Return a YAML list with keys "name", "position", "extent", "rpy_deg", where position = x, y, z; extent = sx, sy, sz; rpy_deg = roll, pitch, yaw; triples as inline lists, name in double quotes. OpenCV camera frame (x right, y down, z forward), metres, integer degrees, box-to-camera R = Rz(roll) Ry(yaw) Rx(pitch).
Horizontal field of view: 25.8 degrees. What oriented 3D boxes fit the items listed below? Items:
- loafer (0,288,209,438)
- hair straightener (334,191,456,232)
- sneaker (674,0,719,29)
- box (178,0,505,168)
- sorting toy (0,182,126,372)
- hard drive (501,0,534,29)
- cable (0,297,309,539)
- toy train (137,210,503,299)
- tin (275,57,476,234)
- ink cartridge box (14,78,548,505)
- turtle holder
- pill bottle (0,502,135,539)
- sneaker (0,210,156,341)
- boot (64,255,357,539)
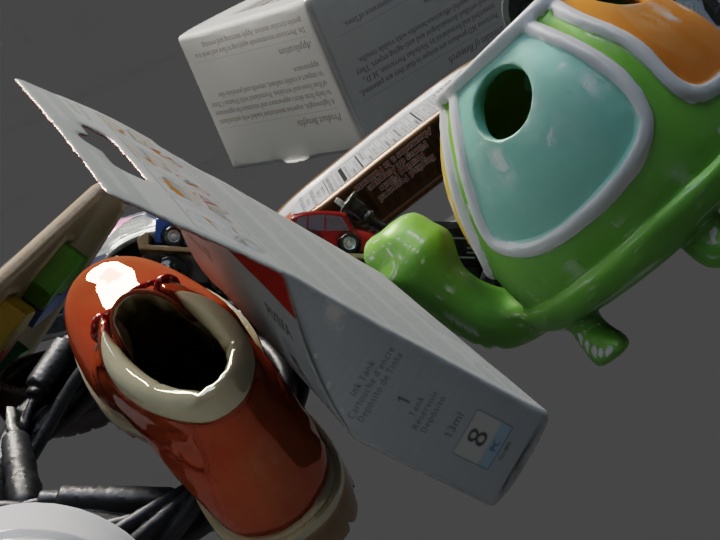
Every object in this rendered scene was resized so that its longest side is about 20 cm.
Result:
- name: "loafer"
  position: [-0.127, 0.037, 0.883]
  extent: [0.198, 0.072, 0.073]
  rpy_deg: [-17, 17, 24]
- name: "hair straightener"
  position: [0.000, 0.000, 0.815]
  extent: [0.198, 0.078, 0.041]
  rpy_deg: [-27, -1, 0]
- name: "sneaker"
  position: [0.161, -0.133, 0.892]
  extent: [0.198, 0.076, 0.114]
  rpy_deg: [16, -23, -37]
- name: "box"
  position: [-0.010, -0.191, 1.335]
  extent: [0.199, 0.132, 0.198]
  rpy_deg: [-34, 19, -34]
- name: "sorting toy"
  position: [-0.221, 0.050, 0.927]
  extent: [0.186, 0.036, 0.200]
  rpy_deg: [-52, -2, 30]
- name: "hard drive"
  position: [0.109, -0.104, 0.865]
  extent: [0.032, 0.141, 0.200]
  rpy_deg: [-13, 17, 10]
- name: "cable"
  position: [-0.110, 0.077, 0.730]
  extent: [0.198, 0.051, 0.163]
  rpy_deg: [5, 40, 44]
- name: "toy train"
  position: [-0.018, -0.008, 0.775]
  extent: [0.197, 0.046, 0.034]
  rpy_deg: [2, -8, -4]
- name: "tin"
  position: [0.021, -0.067, 0.985]
  extent: [0.199, 0.042, 0.112]
  rpy_deg: [-38, 8, 2]
- name: "ink cartridge box"
  position: [-0.042, 0.006, 0.608]
  extent: [0.048, 0.199, 0.160]
  rpy_deg: [-59, 30, 6]
- name: "turtle holder"
  position: [0.095, -0.047, 0.701]
  extent: [0.141, 0.132, 0.185]
  rpy_deg: [-46, 4, -33]
- name: "pill bottle"
  position: [-0.090, 0.143, 0.412]
  extent: [0.113, 0.115, 0.200]
  rpy_deg: [-24, 16, -2]
- name: "sneaker"
  position: [-0.181, 0.006, 1.063]
  extent: [0.198, 0.071, 0.082]
  rpy_deg: [-22, 13, 13]
- name: "boot"
  position: [-0.080, 0.030, 0.649]
  extent: [0.075, 0.108, 0.200]
  rpy_deg: [-40, 42, -11]
